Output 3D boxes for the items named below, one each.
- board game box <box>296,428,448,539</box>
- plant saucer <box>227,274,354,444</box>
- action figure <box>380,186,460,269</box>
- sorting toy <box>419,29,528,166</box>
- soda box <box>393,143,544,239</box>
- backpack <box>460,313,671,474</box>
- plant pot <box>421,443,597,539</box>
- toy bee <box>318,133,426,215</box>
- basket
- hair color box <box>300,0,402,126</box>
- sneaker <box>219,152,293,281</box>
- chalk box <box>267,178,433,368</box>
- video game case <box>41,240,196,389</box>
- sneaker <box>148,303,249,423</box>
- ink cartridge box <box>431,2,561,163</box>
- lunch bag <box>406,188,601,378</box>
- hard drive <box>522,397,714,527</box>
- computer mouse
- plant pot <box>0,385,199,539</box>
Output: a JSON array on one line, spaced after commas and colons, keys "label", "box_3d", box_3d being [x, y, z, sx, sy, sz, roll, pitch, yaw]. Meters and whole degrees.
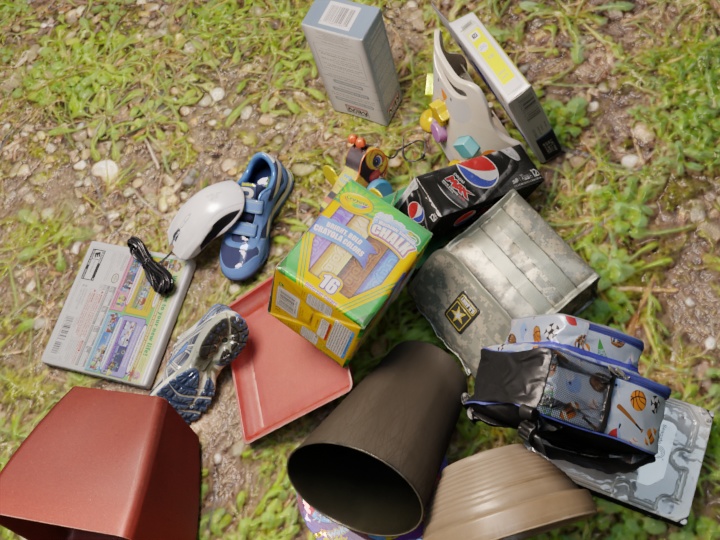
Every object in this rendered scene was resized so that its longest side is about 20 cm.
[{"label": "board game box", "box_3d": [0.010, 0.259, 0.974, 0.198, 0.039, 0.159, -10, 64, 9]}, {"label": "plant saucer", "box_3d": [-0.093, 0.102, 1.033, 0.199, 0.037, 0.202, -32, 59, 31]}, {"label": "action figure", "box_3d": [0.114, -0.085, 1.075, 0.199, 0.055, 0.119, -29, 76, -26]}, {"label": "sorting toy", "box_3d": [0.140, -0.239, 1.092, 0.106, 0.180, 0.201, -27, 63, 0]}, {"label": "soda box", "box_3d": [0.144, -0.102, 1.018, 0.199, 0.071, 0.064, -21, 71, -35]}, {"label": "backpack", "box_3d": [0.234, 0.135, 0.858, 0.189, 0.200, 0.155, 26, 83, -10]}, {"label": "plant pot", "box_3d": [0.147, 0.251, 0.855, 0.199, 0.201, 0.093, -20, 66, 3]}, {"label": "toy bee", "box_3d": [-0.004, -0.139, 1.117, 0.130, 0.109, 0.201, 5, 62, 35]}, {"label": "basket", "box_3d": [0.036, 0.186, 0.916, 0.179, 0.137, 0.200, -7, 28, 37]}, {"label": "hair color box", "box_3d": [-0.008, -0.303, 1.143, 0.098, 0.200, 0.061, 21, 71, 20]}, {"label": "sneaker", "box_3d": [-0.163, -0.083, 1.146, 0.073, 0.082, 0.202, 11, 71, 16]}, {"label": "chalk box", "box_3d": [-0.002, -0.011, 0.939, 0.123, 0.125, 0.200, 35, 61, 8]}, {"label": "video game case", "box_3d": [-0.357, 0.061, 1.159, 0.180, 0.022, 0.202, 10, 68, 17]}, {"label": "sneaker", "box_3d": [-0.230, 0.130, 1.077, 0.200, 0.077, 0.085, -49, 33, 4]}, {"label": "ink cartridge box", "box_3d": [0.193, -0.266, 1.082, 0.047, 0.197, 0.201, -33, 63, 15]}, {"label": "lunch bag", "box_3d": [0.176, 0.026, 1.002, 0.200, 0.118, 0.164, -40, 67, 0]}, {"label": "hard drive", "box_3d": [0.304, 0.203, 0.936, 0.198, 0.038, 0.141, 18, 72, 19]}, {"label": "computer mouse", "box_3d": [-0.251, -0.060, 1.124, 0.200, 0.044, 0.110, -41, 61, 14]}, {"label": "plant pot", "box_3d": [-0.305, 0.257, 0.973, 0.198, 0.200, 0.178, 5, 58, 15]}]
